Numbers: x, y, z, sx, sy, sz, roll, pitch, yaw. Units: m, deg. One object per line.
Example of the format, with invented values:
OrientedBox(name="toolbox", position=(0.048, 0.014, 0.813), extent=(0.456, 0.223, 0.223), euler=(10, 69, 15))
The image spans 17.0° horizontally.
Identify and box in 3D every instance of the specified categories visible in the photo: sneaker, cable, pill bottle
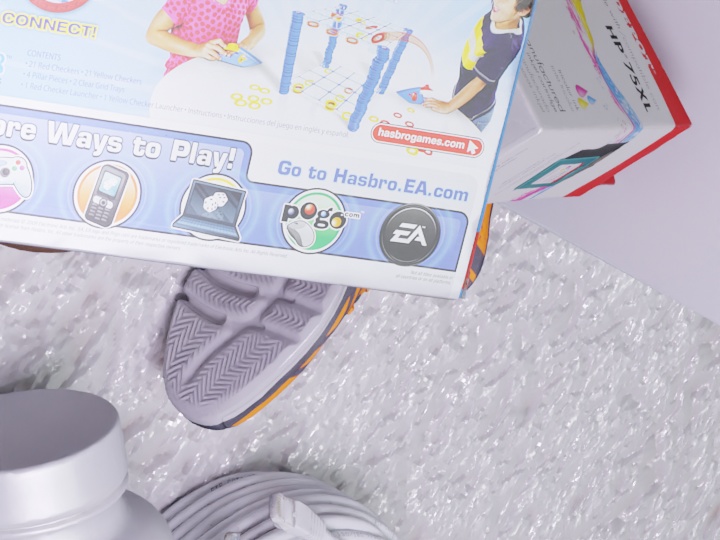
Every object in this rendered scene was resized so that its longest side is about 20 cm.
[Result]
OrientedBox(name="sneaker", position=(0.000, 0.000, 1.076), extent=(0.200, 0.077, 0.112), euler=(-54, 143, -8))
OrientedBox(name="cable", position=(-0.057, 0.193, 1.153), extent=(0.200, 0.069, 0.200), euler=(26, 95, -54))
OrientedBox(name="pill bottle", position=(-0.125, 0.156, 0.993), extent=(0.111, 0.111, 0.201), euler=(-24, 117, -38))

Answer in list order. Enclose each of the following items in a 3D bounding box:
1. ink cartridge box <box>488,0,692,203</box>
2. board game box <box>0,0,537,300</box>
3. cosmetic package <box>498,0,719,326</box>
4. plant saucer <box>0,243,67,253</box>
OrientedBox(name="ink cartridge box", position=(0.068, -0.094, 1.022), extent=(0.067, 0.116, 0.200), euler=(-31, 169, 27))
OrientedBox(name="board game box", position=(-0.041, -0.101, 0.783), extent=(0.199, 0.056, 0.197), euler=(8, 105, -24))
OrientedBox(name="cosmetic package", position=(0.195, -0.090, 1.170), extent=(0.200, 0.166, 0.168), euler=(-11, 123, -45))
OrientedBox(name="plant saucer", position=(-0.085, -0.092, 0.947), extent=(0.200, 0.037, 0.201), euler=(-30, 135, -35))
